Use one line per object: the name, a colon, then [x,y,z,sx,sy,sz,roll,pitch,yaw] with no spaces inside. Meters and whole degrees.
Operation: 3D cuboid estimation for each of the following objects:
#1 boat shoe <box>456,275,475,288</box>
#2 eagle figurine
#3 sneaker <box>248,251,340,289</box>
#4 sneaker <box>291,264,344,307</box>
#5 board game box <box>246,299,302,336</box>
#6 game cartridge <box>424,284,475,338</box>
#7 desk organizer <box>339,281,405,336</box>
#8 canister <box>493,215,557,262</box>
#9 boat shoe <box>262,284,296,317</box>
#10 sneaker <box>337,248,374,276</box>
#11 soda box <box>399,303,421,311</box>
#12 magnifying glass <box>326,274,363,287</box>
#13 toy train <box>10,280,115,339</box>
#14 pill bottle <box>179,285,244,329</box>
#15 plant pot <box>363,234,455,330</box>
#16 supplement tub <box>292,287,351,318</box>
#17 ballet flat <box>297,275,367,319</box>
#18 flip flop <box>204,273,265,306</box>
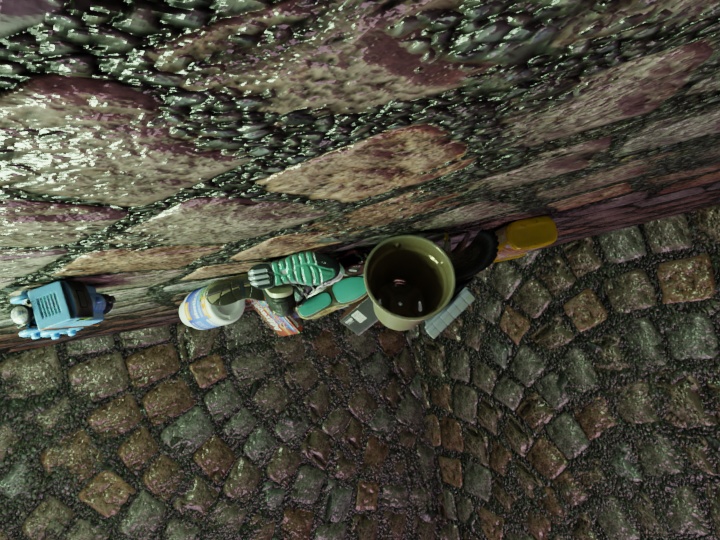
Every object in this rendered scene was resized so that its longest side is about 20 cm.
boat shoe: [0.221,0.034,1.367,0.199,0.069,0.057,-23,-157,-28]
eagle figurine: [0.235,-0.029,1.288,0.199,0.152,0.151,-13,142,-20]
sneaker: [-0.140,-0.008,1.115,0.199,0.075,0.088,-4,-167,5]
sneaker: [-0.130,0.044,1.233,0.200,0.078,0.140,-19,-150,50]
board game box: [-0.249,0.098,1.374,0.103,0.200,0.019,-16,-151,48]
game cartridge: [0.200,0.087,1.162,0.130,0.038,0.200,-49,175,5]
desk organizer: [0.039,0.081,1.379,0.200,0.072,0.077,-42,-161,29]
canister: [0.428,-0.084,1.411,0.148,0.087,0.200,-11,174,-10]
boat shoe: [-0.192,0.044,1.172,0.073,0.063,0.201,-11,-158,-14]
sneaker: [0.037,-0.024,1.234,0.199,0.076,0.116,-11,173,6]
soda box: [0.163,0.044,1.406,0.200,0.068,0.063,-52,-150,-13]
magnifying glass: [0.000,0.000,1.322,0.199,0.080,0.022,-20,133,-16]
toy train: [-0.521,0.069,0.913,0.114,0.087,0.200,-17,175,-1]
pill bottle: [-0.406,0.099,1.373,0.112,0.113,0.199,-7,173,-46]
plant pot: [0.100,0.049,1.180,0.199,0.201,0.184,-11,157,-9]
supplement tub: [-0.131,0.055,1.408,0.199,0.133,0.132,-12,175,19]
ballet flat: [-0.063,0.069,1.286,0.199,0.071,0.071,-24,174,4]
flip flop: [-0.285,0.041,1.263,0.199,0.082,0.058,-11,-160,-26]
